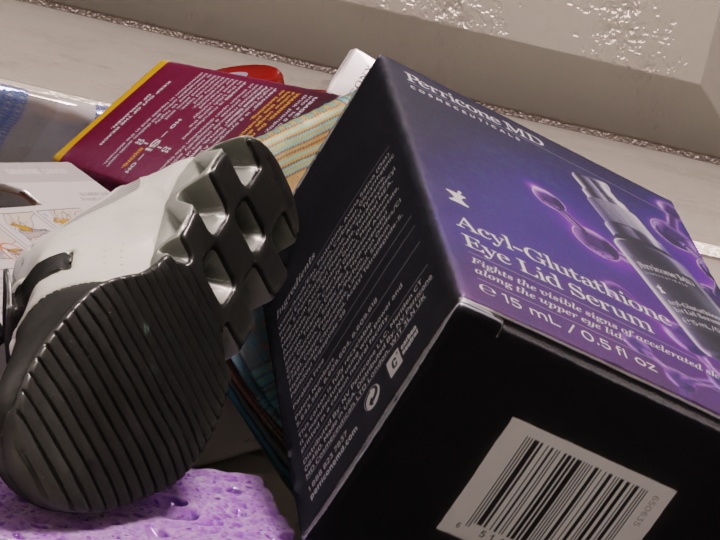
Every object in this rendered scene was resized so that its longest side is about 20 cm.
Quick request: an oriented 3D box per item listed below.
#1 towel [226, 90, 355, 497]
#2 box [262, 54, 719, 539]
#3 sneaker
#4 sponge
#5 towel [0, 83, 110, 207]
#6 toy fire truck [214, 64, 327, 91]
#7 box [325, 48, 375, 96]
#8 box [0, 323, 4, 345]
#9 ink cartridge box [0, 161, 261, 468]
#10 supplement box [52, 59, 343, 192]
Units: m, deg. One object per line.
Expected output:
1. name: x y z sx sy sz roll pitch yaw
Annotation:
1. towel: 0.000 0.000 0.900 0.147 0.022 0.200 54 42 4
2. box: 0.053 0.029 0.775 0.147 0.105 0.200 24 23 -21
3. sneaker: -0.093 0.025 0.742 0.088 0.074 0.200 -13 21 25
4. sponge: -0.120 0.081 0.695 0.199 0.030 0.112 11 10 -15
5. towel: -0.240 -0.063 1.146 0.199 0.024 0.147 10 -29 -23
6. toy fire truck: -0.098 -0.041 1.264 0.167 0.113 0.200 -18 21 -22
7. box: 0.057 -0.021 1.116 0.199 0.036 0.144 33 -27 2
8. box: -0.229 -0.046 0.747 0.161 0.049 0.200 11 43 -58
9. ink cartridge box: -0.120 0.017 0.895 0.176 0.045 0.200 34 16 20
10. supplement box: -0.057 -0.030 1.057 0.111 0.086 0.200 54 -18 -27
